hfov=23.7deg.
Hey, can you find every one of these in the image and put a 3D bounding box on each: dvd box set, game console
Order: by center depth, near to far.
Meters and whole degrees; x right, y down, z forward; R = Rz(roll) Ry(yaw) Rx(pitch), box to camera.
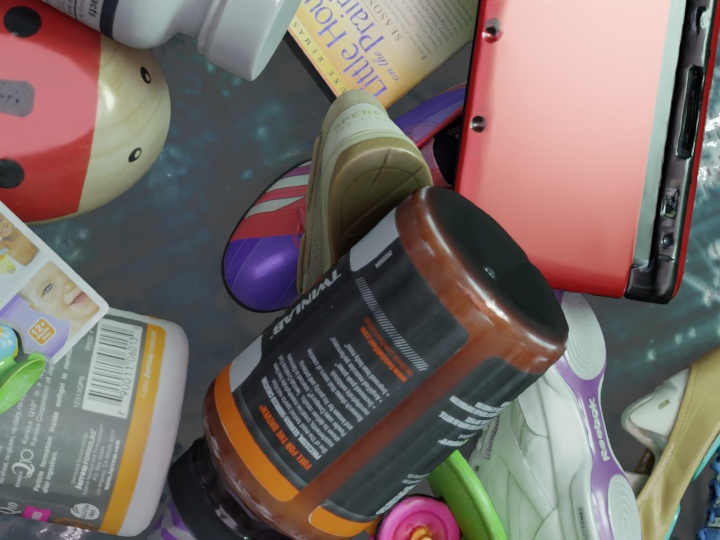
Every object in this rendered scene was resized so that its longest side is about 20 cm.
[{"bbox_3d":[0.128,-0.089,0.934,0.118,0.172,0.202,9,92,12],"label":"game console"},{"bbox_3d":[0.031,-0.195,0.954,0.200,0.029,0.147,-39,99,-7],"label":"dvd box set"}]

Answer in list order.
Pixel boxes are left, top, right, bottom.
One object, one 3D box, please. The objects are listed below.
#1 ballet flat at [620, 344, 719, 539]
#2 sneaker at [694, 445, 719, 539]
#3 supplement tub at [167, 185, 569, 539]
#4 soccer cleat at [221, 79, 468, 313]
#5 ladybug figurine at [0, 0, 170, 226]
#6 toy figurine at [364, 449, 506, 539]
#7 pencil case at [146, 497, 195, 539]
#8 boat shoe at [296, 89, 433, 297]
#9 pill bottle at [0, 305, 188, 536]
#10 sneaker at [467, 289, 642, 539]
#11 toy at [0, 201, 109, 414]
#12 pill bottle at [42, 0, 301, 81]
[{"bbox_3d":[0.165,0.114,0.983,0.063,0.069,0.201,28,86,3],"label":"ballet flat"},{"bbox_3d":[0.227,0.141,1.000,0.077,0.076,0.200,42,82,8],"label":"sneaker"},{"bbox_3d":[-0.003,0.059,0.825,0.107,0.107,0.200,44,109,-10],"label":"supplement tub"},{"bbox_3d":[0.011,-0.044,0.938,0.199,0.073,0.068,-32,99,-8],"label":"soccer cleat"},{"bbox_3d":[-0.197,-0.090,0.895,0.198,0.072,0.137,3,93,-11],"label":"ladybug figurine"},{"bbox_3d":[0.002,0.212,0.897,0.183,0.150,0.201,-28,110,-14],"label":"toy figurine"},{"bbox_3d":[-0.076,0.164,0.926,0.084,0.085,0.201,31,90,-45],"label":"pencil case"},{"bbox_3d":[0.000,0.000,0.893,0.072,0.065,0.201,-8,131,-12],"label":"boat shoe"},{"bbox_3d":[-0.196,0.063,0.882,0.199,0.116,0.117,13,91,-11],"label":"pill bottle"},{"bbox_3d":[0.092,0.084,0.959,0.075,0.099,0.201,11,66,-53],"label":"sneaker"},{"bbox_3d":[-0.229,-0.012,0.809,0.200,0.047,0.115,43,78,6],"label":"toy"},{"bbox_3d":[-0.121,-0.182,0.862,0.199,0.120,0.120,28,88,-1],"label":"pill bottle"}]
